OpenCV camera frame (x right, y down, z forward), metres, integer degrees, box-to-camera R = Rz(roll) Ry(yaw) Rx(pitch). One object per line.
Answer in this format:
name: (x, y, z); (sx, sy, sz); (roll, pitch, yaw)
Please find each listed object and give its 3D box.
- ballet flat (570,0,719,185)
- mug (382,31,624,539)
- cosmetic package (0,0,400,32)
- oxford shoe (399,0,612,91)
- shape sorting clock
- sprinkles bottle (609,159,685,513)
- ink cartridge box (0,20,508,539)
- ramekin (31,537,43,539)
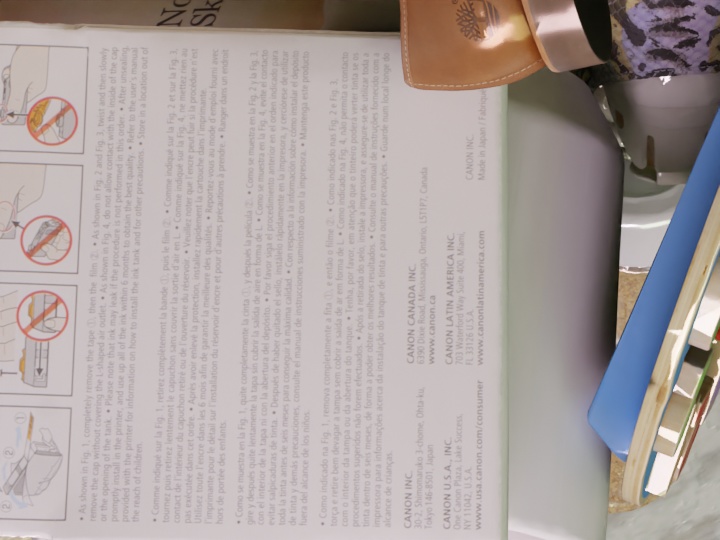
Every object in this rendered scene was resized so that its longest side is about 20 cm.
ballet flat: (0.110, -0.066, 1.052); (0.072, 0.072, 0.200); (-27, 176, 0)
mug: (0.010, 0.002, 0.973); (0.186, 0.149, 0.154); (21, 78, -49)
cosmetic package: (-0.051, -0.131, 0.943); (0.199, 0.071, 0.105); (-6, 140, -27)
oxford shoe: (0.016, -0.149, 0.879); (0.071, 0.201, 0.071); (-14, 169, 18)
shape sorting clock: (0.125, -0.018, 0.961); (0.200, 0.039, 0.200); (-63, 172, -17)
sprinkles bottle: (0.105, 0.018, 1.229); (0.068, 0.068, 0.200); (-17, 143, -13)
ink cartridge box: (-0.055, 0.008, 0.894); (0.199, 0.162, 0.050); (1, 164, 1)
ramekin: (-0.041, 0.042, 1.143); (0.202, 0.094, 0.203); (-17, 142, -14)
